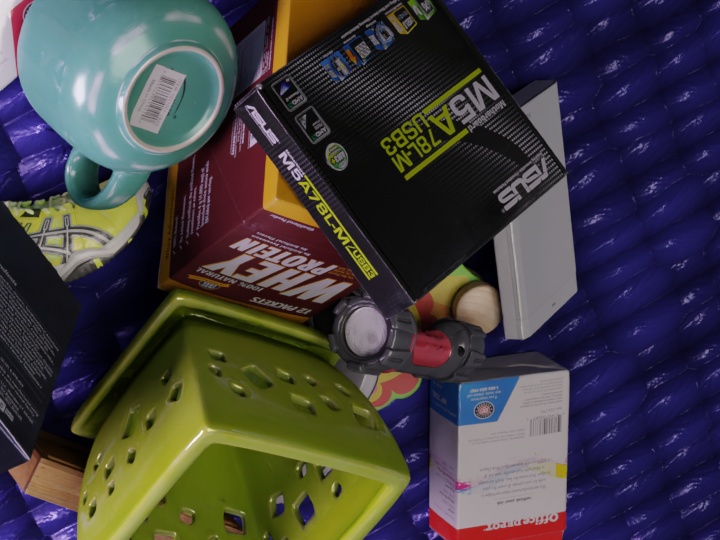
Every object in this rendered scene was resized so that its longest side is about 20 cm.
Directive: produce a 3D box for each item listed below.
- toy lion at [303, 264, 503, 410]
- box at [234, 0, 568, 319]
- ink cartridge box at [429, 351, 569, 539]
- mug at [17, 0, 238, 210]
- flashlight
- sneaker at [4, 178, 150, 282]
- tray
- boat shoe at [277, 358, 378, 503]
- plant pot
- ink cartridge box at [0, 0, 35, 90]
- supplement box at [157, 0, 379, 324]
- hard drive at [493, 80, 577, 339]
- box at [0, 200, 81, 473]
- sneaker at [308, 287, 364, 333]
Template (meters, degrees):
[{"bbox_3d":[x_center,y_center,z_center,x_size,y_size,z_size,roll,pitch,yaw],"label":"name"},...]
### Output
[{"bbox_3d":[0.016,0.018,1.752,0.191,0.069,0.200,-26,113,-8],"label":"toy lion"},{"bbox_3d":[0.033,-0.095,1.472,0.200,0.047,0.193,-38,91,-37],"label":"box"},{"bbox_3d":[0.127,0.184,1.837,0.116,0.067,0.201,-6,106,-23],"label":"ink cartridge box"},{"bbox_3d":[-0.166,-0.140,1.518,0.152,0.114,0.185,-31,132,-20],"label":"mug"},{"bbox_3d":[0.046,0.057,1.650,0.200,0.068,0.068,10,89,-61],"label":"flashlight"},{"bbox_3d":[-0.259,-0.028,1.600,0.200,0.075,0.077,-33,116,-15],"label":"sneaker"},{"bbox_3d":[-0.200,0.186,1.669,0.200,0.099,0.037,24,94,-28],"label":"tray"},{"bbox_3d":[-0.035,0.138,1.716,0.066,0.072,0.200,9,129,-40],"label":"boat shoe"},{"bbox_3d":[-0.108,0.138,1.577,0.199,0.182,0.200,17,126,-34],"label":"plant pot"},{"bbox_3d":[-0.327,-0.231,1.509,0.145,0.083,0.200,-40,117,-10],"label":"ink cartridge box"},{"bbox_3d":[-0.052,-0.090,1.570,0.132,0.200,0.198,16,63,-27],"label":"supplement box"},{"bbox_3d":[0.152,-0.055,1.770,0.132,0.026,0.201,-37,124,-56],"label":"hard drive"},{"bbox_3d":[-0.336,0.077,1.482,0.200,0.197,0.124,-24,119,20],"label":"box"},{"bbox_3d":[0.000,0.000,1.654,0.075,0.116,0.201,5,106,-8],"label":"sneaker"}]
